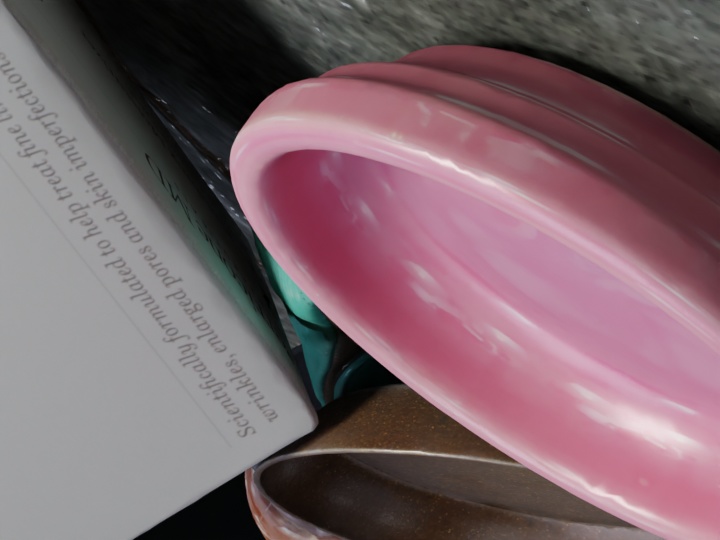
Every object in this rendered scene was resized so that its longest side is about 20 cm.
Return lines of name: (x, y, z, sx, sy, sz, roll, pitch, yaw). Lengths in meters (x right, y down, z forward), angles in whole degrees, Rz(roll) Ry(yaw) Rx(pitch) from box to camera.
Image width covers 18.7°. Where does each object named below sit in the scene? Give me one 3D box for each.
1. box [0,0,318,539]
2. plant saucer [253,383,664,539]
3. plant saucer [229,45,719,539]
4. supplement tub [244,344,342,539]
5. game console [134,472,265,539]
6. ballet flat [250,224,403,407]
box: (-0.154, 0.004, 0.722, 0.199, 0.200, 0.131, 56, -174, -34)
plant saucer: (0.063, 0.079, 0.777, 0.200, 0.035, 0.200, 10, 161, 3)
plant saucer: (0.060, 0.007, 0.584, 0.200, 0.051, 0.201, 32, 164, 10)
supplement tub: (0.015, 0.105, 0.987, 0.107, 0.107, 0.200, 30, 166, 31)
game console: (-0.084, 0.139, 1.335, 0.200, 0.116, 0.176, 33, 175, 22)
ballet flat: (0.000, 0.000, 0.764, 0.070, 0.067, 0.200, 59, 175, 17)
